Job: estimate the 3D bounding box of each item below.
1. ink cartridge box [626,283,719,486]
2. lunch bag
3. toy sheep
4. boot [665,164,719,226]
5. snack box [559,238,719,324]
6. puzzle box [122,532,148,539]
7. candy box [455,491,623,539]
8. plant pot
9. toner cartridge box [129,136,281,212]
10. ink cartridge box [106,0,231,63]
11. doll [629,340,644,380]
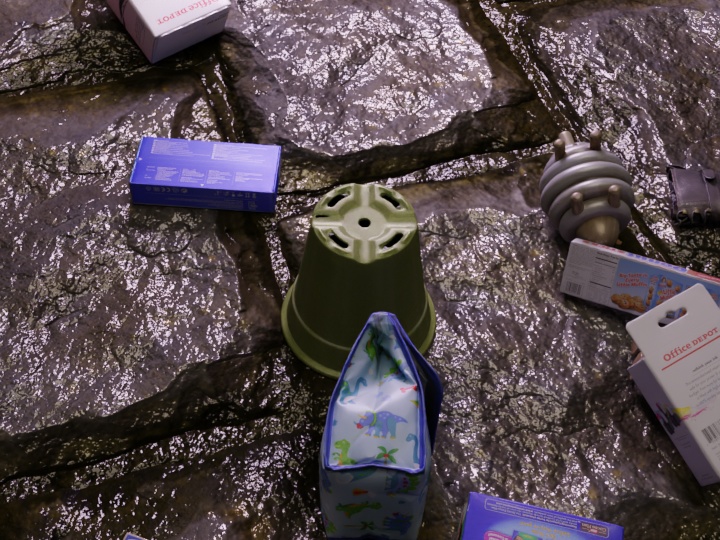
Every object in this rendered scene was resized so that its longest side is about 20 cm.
[{"bbox_3d":[0.394,0.130,1.180,0.115,0.068,0.200,-27,76,-11],"label":"ink cartridge box"},{"bbox_3d":[0.021,0.172,1.111,0.127,0.170,0.200,2,49,-1],"label":"lunch bag"},{"bbox_3d":[0.304,-0.111,1.383,0.138,0.138,0.200,-2,60,-5],"label":"toy sheep"},{"bbox_3d":[0.519,-0.075,1.418,0.174,0.069,0.200,-4,47,1],"label":"boot"},{"bbox_3d":[0.357,0.021,1.297,0.200,0.072,0.024,18,20,23],"label":"snack box"},{"bbox_3d":[-0.179,0.360,1.039,0.200,0.025,0.133,17,51,11],"label":"puzzle box"},{"bbox_3d":[0.170,0.345,1.037,0.169,0.077,0.200,12,50,6],"label":"candy box"},{"bbox_3d":[0.000,0.000,1.240,0.200,0.190,0.200,1,50,-1],"label":"plant pot"},{"bbox_3d":[-0.214,-0.135,1.435,0.199,0.043,0.095,4,49,0],"label":"toner cartridge box"},{"bbox_3d":[-0.321,-0.449,1.620,0.145,0.084,0.200,-32,82,-25],"label":"ink cartridge box"},{"bbox_3d":[0.432,0.131,1.245,0.200,0.049,0.137,13,51,3],"label":"doll"}]
